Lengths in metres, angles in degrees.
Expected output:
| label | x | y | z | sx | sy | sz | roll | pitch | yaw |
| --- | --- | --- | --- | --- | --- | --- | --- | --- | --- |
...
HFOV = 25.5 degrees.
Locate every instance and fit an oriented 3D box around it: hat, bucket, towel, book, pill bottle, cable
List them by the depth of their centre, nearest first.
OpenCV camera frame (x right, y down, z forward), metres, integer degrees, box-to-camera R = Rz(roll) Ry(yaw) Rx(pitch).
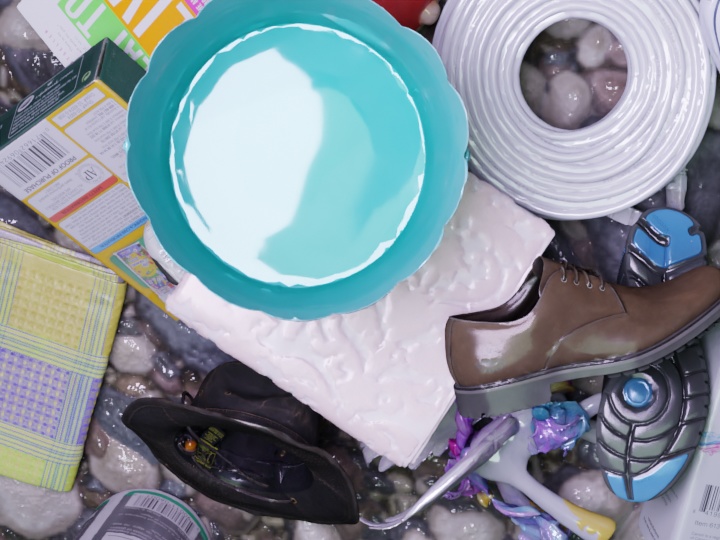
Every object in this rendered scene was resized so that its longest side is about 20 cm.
| label | x | y | z | sx | sy | sz | roll | pitch | yaw |
| --- | --- | --- | --- | --- | --- | --- | --- | --- | --- |
| bucket | -0.039 | -0.070 | 0.975 | 0.204 | 0.135 | 0.210 | 0 | 92 | -1 |
| towel | 0.000 | 0.000 | 1.063 | 0.199 | 0.032 | 0.192 | 33 | 91 | -3 |
| cable | 0.145 | -0.134 | 1.098 | 0.197 | 0.069 | 0.203 | 9 | 102 | 3 |
| book | -0.136 | -0.197 | 1.103 | 0.134 | 0.048 | 0.200 | 52 | 127 | 2 |
| hat | -0.074 | 0.117 | 1.183 | 0.199 | 0.201 | 0.081 | 25 | 63 | 2 |
| pill bottle | -0.185 | 0.251 | 1.190 | 0.112 | 0.200 | 0.115 | 2 | 105 | 9 |
| towel | -0.267 | 0.067 | 1.250 | 0.142 | 0.023 | 0.202 | 17 | 107 | 4 |

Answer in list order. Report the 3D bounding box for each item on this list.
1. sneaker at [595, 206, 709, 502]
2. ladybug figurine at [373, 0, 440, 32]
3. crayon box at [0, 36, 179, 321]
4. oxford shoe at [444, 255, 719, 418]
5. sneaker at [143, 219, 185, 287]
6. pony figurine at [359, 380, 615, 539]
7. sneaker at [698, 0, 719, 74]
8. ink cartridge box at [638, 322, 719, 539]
| label | x | y | z | sx | sy | sz | roll | pitch | yaw |
| --- | --- | --- | --- | --- | --- | --- | --- | --- | --- |
| sneaker | 0.206 | 0.062 | 1.107 | 0.072 | 0.082 | 0.202 | 10 | 79 | 6 |
| ladybug figurine | -0.032 | -0.227 | 1.105 | 0.198 | 0.072 | 0.137 | 28 | 106 | 5 |
| crayon box | -0.156 | -0.060 | 1.141 | 0.125 | 0.052 | 0.200 | -29 | 127 | 28 |
| oxford shoe | 0.149 | 0.027 | 1.026 | 0.198 | 0.073 | 0.085 | -17 | 99 | -7 |
| sneaker | -0.075 | 0.026 | 1.136 | 0.199 | 0.076 | 0.088 | 31 | 146 | -14 |
| pony figurine | 0.101 | 0.125 | 1.151 | 0.193 | 0.167 | 0.200 | -44 | 109 | 10 |
| sneaker | 0.287 | -0.107 | 1.058 | 0.073 | 0.071 | 0.201 | -40 | 120 | -4 |
| ink cartridge box | 0.296 | 0.118 | 1.125 | 0.144 | 0.083 | 0.202 | 11 | 105 | -7 |
